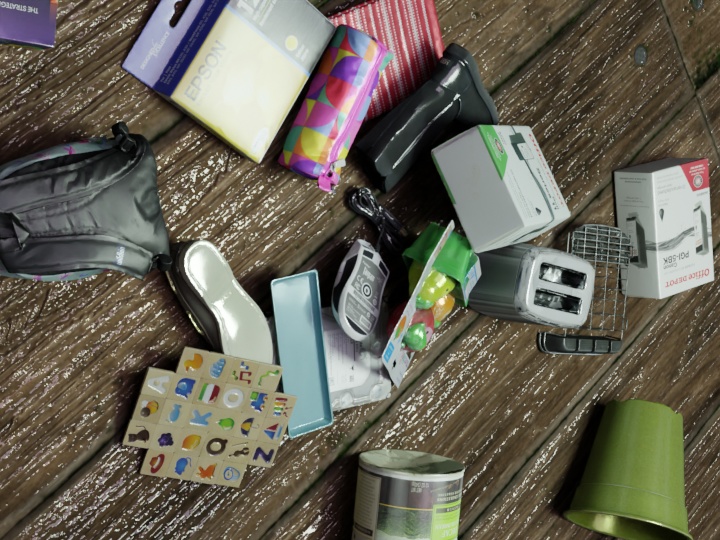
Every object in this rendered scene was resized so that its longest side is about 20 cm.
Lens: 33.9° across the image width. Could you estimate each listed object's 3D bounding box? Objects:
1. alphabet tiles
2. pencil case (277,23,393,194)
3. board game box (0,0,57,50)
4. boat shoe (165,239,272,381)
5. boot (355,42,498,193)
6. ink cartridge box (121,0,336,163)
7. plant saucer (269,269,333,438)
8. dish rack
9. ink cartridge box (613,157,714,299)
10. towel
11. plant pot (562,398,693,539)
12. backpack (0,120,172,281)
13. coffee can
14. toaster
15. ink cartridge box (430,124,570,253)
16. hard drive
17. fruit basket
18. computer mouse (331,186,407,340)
[{"bbox_3d":[-0.178,0.179,1.420,0.198,0.006,0.169,14,105,-29],"label":"alphabet tiles"},{"bbox_3d":[-0.029,-0.200,1.466,0.088,0.088,0.203,22,89,-36],"label":"pencil case"},{"bbox_3d":[-0.405,-0.323,1.201,0.198,0.056,0.168,3,93,-37],"label":"board game box"},{"bbox_3d":[-0.170,0.049,1.420,0.072,0.060,0.203,-45,123,-32],"label":"boat shoe"},{"bbox_3d":[0.090,-0.177,1.580,0.201,0.065,0.165,-51,139,-15],"label":"boot"},{"bbox_3d":[-0.148,-0.264,1.396,0.199,0.047,0.199,35,83,-37],"label":"ink cartridge box"},{"bbox_3d":[-0.075,0.103,1.477,0.069,0.019,0.203,-14,103,-34],"label":"plant saucer"},{"bbox_3d":[0.351,0.031,1.812,0.152,0.054,0.204,5,91,-38],"label":"dish rack"},{"bbox_3d":[0.484,-0.069,1.879,0.145,0.082,0.203,-15,104,-35],"label":"ink cartridge box"},{"bbox_3d":[0.032,-0.285,1.554,0.198,0.022,0.147,-27,113,-29],"label":"towel"},{"bbox_3d":[0.427,0.307,1.837,0.199,0.199,0.193,28,66,-35],"label":"plant pot"},{"bbox_3d":[-0.315,-0.056,1.258,0.198,0.126,0.170,-15,93,-33],"label":"backpack"},{"bbox_3d":[0.058,0.353,1.573,0.145,0.145,0.204,3,93,-36],"label":"coffee can"},{"bbox_3d":[0.238,0.018,1.678,0.198,0.128,0.116,14,86,-37],"label":"toaster"},{"bbox_3d":[0.191,-0.113,1.580,0.199,0.082,0.148,-14,78,-63],"label":"ink cartridge box"},{"bbox_3d":[-0.048,0.113,1.533,0.198,0.038,0.142,-8,100,-37],"label":"hard drive"},{"bbox_3d":[0.088,0.050,1.555,0.185,0.092,0.202,65,45,-71],"label":"fruit basket"},{"bbox_3d":[0.000,0.000,1.526,0.110,0.043,0.202,44,50,-34],"label":"computer mouse"}]
